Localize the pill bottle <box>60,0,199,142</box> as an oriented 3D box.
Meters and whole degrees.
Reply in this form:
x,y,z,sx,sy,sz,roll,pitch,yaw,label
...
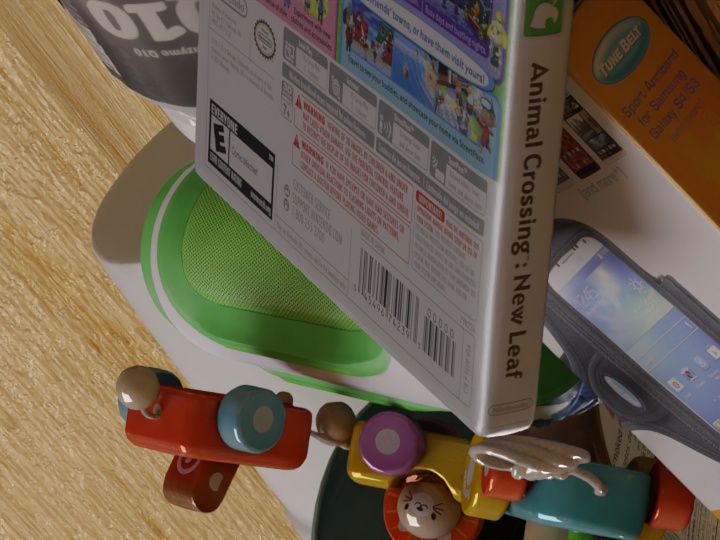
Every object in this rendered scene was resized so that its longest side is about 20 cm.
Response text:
x,y,z,sx,sy,sz,roll,pitch,yaw,label
-0.063,-0.129,0.888,0.114,0.114,0.200,45,174,29,pill bottle

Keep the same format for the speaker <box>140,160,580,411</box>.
x,y,z,sx,sy,sz,roll,pitch,yaw,label
0.000,0.000,0.869,0.200,0.089,0.089,9,143,54,speaker

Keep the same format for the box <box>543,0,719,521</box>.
x,y,z,sx,sy,sz,roll,pitch,yaw,label
0.089,-0.005,0.711,0.200,0.042,0.119,43,153,-8,box

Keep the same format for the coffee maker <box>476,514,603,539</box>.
x,y,z,sx,sy,sz,roll,pitch,yaw,label
0.090,0.204,0.912,0.199,0.193,0.135,33,170,-19,coffee maker

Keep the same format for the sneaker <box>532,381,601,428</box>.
x,y,z,sx,sy,sz,roll,pitch,yaw,label
0.056,-0.007,0.920,0.085,0.077,0.200,62,179,-24,sneaker

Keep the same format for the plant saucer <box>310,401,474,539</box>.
x,y,z,sx,sy,sz,roll,pitch,yaw,label
0.056,0.140,1.007,0.200,0.200,0.027,49,135,-7,plant saucer

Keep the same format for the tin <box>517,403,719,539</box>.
x,y,z,sx,sy,sz,roll,pitch,yaw,label
0.125,0.091,1.005,0.200,0.042,0.112,52,-146,-36,tin

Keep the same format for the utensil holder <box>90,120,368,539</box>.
x,y,z,sx,sy,sz,roll,pitch,yaw,label
-0.016,0.017,1.196,0.200,0.170,0.170,53,172,-26,utensil holder

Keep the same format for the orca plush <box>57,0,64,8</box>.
x,y,z,sx,sy,sz,roll,pitch,yaw,label
-0.095,-0.163,1.080,0.071,0.106,0.200,9,157,-21,orca plush

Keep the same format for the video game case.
x,y,z,sx,sy,sz,roll,pitch,yaw,label
0.001,-0.076,0.708,0.200,0.022,0.183,42,135,52,video game case

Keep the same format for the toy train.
x,y,z,sx,sy,sz,roll,pitch,yaw,label
0.013,0.076,0.816,0.199,0.056,0.150,8,176,43,toy train
